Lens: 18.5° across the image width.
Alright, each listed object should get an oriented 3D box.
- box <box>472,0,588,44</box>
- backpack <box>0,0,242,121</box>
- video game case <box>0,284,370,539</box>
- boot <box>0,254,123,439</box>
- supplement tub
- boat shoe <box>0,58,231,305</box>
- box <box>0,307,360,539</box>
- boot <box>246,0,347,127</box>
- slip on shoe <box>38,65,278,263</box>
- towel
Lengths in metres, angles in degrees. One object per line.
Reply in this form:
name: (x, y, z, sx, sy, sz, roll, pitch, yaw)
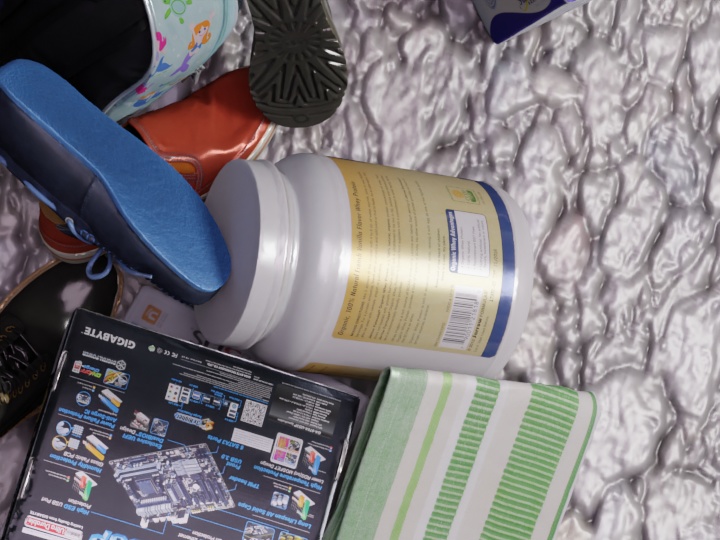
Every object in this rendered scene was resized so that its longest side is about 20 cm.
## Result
box: (0.178, -0.254, 1.528, 0.199, 0.184, 0.106, -27, 92, -12)
backpack: (-0.167, -0.193, 1.453, 0.150, 0.200, 0.178, -31, 91, -31)
video game case: (-0.117, 0.133, 1.483, 0.181, 0.022, 0.201, 26, 74, 13)
boot: (-0.226, 0.063, 1.451, 0.077, 0.138, 0.200, 39, 78, -3)
supplement tub: (0.000, 0.000, 1.477, 0.198, 0.144, 0.146, 8, 84, -24)
boat shoe: (-0.166, -0.051, 1.429, 0.200, 0.069, 0.084, 47, 37, 6)
box: (-0.114, 0.130, 1.424, 0.198, 0.046, 0.160, 17, 75, -7)
boot: (-0.046, -0.225, 1.511, 0.072, 0.183, 0.201, -4, 46, -2)
slip on shoe: (-0.134, -0.080, 1.505, 0.199, 0.061, 0.074, -34, 60, -17)
towel: (0.069, 0.141, 1.493, 0.199, 0.023, 0.154, 8, 108, -38)
